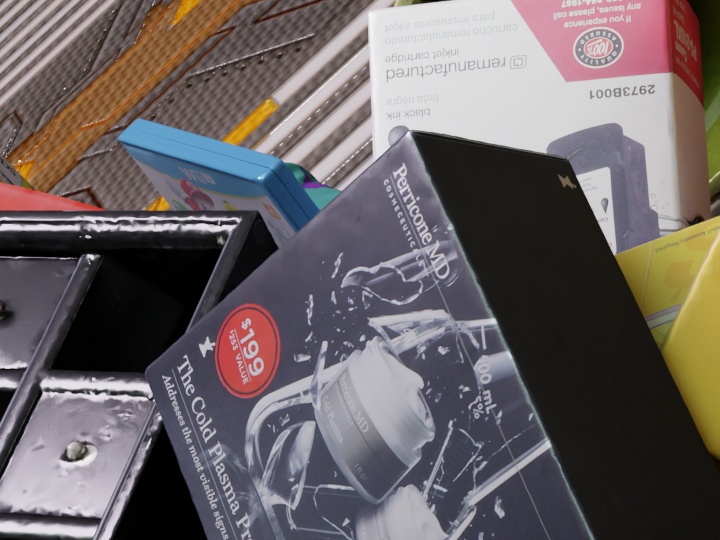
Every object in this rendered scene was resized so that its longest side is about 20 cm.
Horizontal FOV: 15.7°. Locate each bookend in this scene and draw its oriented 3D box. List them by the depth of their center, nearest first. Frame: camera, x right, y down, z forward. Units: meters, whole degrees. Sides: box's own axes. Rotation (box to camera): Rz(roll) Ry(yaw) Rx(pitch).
[{"bbox_3d":[-0.149,0.073,1.218,0.200,0.092,0.199,1,49,27],"label":"bookend"}]

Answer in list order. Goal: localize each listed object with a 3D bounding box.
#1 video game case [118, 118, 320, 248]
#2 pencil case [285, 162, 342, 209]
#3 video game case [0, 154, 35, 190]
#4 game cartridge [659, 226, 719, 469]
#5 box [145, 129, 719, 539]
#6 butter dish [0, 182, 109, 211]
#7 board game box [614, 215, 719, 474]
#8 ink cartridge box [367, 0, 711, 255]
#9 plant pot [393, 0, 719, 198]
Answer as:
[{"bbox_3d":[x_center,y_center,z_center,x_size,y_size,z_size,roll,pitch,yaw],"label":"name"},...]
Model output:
[{"bbox_3d":[-0.028,0.011,1.303,0.018,0.200,0.143,-45,31,-17],"label":"video game case"},{"bbox_3d":[0.000,0.000,1.389,0.085,0.092,0.200,-51,33,-13],"label":"pencil case"},{"bbox_3d":[-0.258,0.021,1.565,0.200,0.181,0.026,-33,31,16],"label":"video game case"},{"bbox_3d":[0.230,0.010,1.059,0.176,0.032,0.200,25,82,21],"label":"game cartridge"},{"bbox_3d":[0.031,0.077,1.068,0.182,0.104,0.200,-41,59,32],"label":"box"},{"bbox_3d":[-0.120,0.054,1.422,0.200,0.148,0.200,15,108,50],"label":"butter dish"},{"bbox_3d":[0.166,0.044,1.102,0.200,0.034,0.135,-21,71,11],"label":"board game box"},{"bbox_3d":[0.085,-0.022,1.204,0.145,0.084,0.200,-5,79,17],"label":"ink cartridge box"},{"bbox_3d":[0.106,-0.140,1.368,0.200,0.200,0.184,-35,22,12],"label":"plant pot"}]
